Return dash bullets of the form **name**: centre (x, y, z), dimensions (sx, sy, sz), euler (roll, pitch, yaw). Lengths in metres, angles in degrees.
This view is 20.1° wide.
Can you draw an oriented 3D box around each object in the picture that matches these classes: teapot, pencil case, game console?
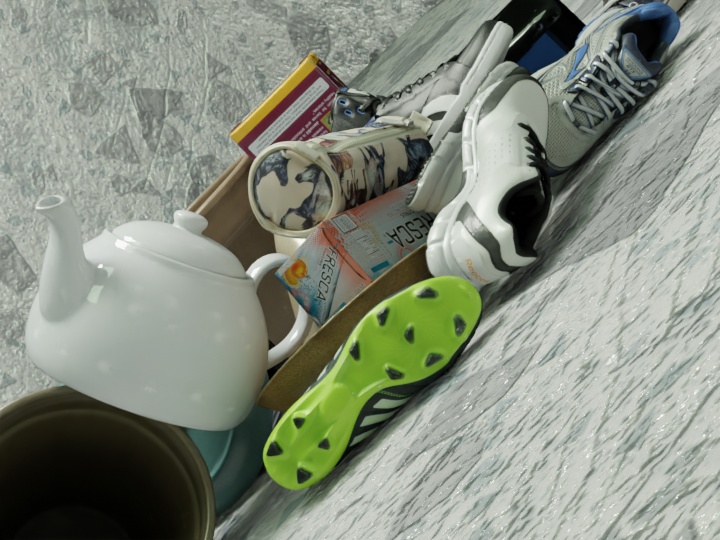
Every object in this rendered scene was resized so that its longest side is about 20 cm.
- **teapot**: centre (-0.146, 0.026, 1.534), dimensions (0.200, 0.197, 0.146), euler (-14, -55, -83)
- **pencil case**: centre (-0.012, -0.079, 1.632), dimensions (0.200, 0.078, 0.090), euler (-22, -46, -61)
- **game console**: centre (0.133, -0.157, 1.873), dimensions (0.200, 0.116, 0.176), euler (-45, 15, 11)

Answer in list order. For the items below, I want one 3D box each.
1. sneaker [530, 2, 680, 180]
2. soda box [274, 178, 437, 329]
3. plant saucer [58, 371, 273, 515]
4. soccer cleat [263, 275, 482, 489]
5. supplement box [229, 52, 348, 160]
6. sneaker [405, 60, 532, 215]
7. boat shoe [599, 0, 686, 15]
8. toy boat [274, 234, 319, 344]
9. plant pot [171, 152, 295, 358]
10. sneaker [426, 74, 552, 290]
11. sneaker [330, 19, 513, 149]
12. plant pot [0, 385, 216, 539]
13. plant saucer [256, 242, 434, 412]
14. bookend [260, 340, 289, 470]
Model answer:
- **sneaker**: centre (0.191, -0.153, 1.620), dimensions (0.085, 0.077, 0.200), euler (-22, 27, 53)
- **soda box**: centre (0.021, -0.018, 1.603), dimensions (0.068, 0.064, 0.200), euler (-47, -12, 33)
- **plant saucer**: centre (-0.167, 0.114, 1.661), dimensions (0.200, 0.200, 0.027), euler (-43, -15, 17)
- **soccer cleat**: centre (0.008, 0.076, 1.438), dimensions (0.200, 0.068, 0.081), euler (-44, -5, 10)
- **supplement box**: centre (-0.018, -0.103, 1.979), dimensions (0.110, 0.200, 0.086), euler (-44, 7, 8)
- **sneaker**: centre (0.105, -0.095, 1.634), dimensions (0.200, 0.080, 0.074), euler (-58, -4, -45)
- **boat shoe**: centre (0.233, -0.246, 1.802), dimensions (0.200, 0.093, 0.075), euler (-50, 9, -33)
- **toy boat**: centre (0.000, 0.000, 1.754), dimensions (0.131, 0.131, 0.200), euler (-16, 8, -2)
- **plant pot**: centre (-0.118, 0.010, 2.020), dimensions (0.200, 0.175, 0.200), euler (-44, 8, 8)
- **sneaker**: centre (0.115, -0.067, 1.493), dimensions (0.080, 0.074, 0.200), euler (-20, 41, 41)
- **sneaker**: centre (0.039, -0.148, 1.747), dimensions (0.200, 0.112, 0.073), euler (-59, -6, 18)
- **plant pot**: centre (-0.219, 0.210, 1.569), dimensions (0.200, 0.200, 0.174), euler (-49, -9, -24)
- **plant saucer**: centre (0.008, 0.049, 1.538), dimensions (0.200, 0.035, 0.200), euler (-40, -8, -7)
- **bookend**: centre (-0.160, 0.087, 1.754), dimensions (0.092, 0.200, 0.199), euler (-43, 7, 17)
